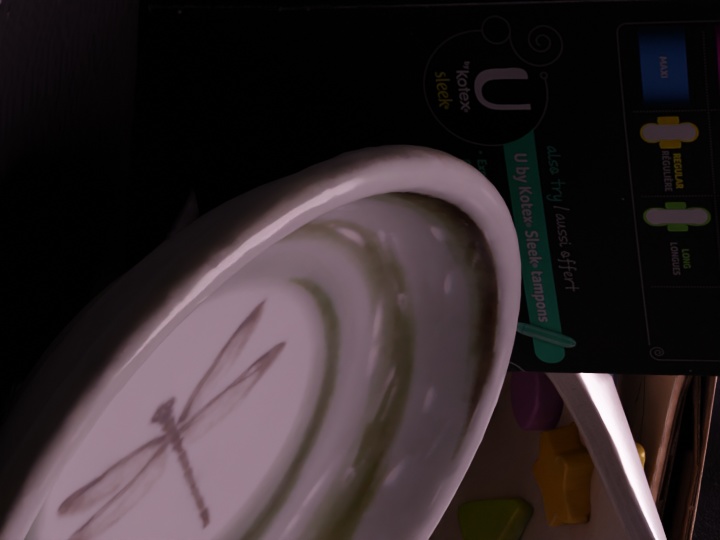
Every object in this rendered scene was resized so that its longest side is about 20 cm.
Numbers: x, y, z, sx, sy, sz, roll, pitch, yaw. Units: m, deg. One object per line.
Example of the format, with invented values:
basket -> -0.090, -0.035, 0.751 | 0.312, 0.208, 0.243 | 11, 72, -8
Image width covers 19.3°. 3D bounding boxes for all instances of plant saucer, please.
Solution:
plant saucer -> -0.040, 0.049, 0.531 | 0.200, 0.050, 0.201 | -38, 147, -30

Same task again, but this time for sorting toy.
sorting toy -> 0.061, 0.081, 0.763 | 0.201, 0.106, 0.181 | 106, -31, -44

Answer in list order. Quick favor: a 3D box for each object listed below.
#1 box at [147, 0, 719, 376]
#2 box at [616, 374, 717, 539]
box -> 0.063, -0.060, 0.614 | 0.149, 0.198, 0.125 | -68, 153, -51
box -> 0.118, 0.093, 0.880 | 0.200, 0.021, 0.165 | -66, 164, -80
